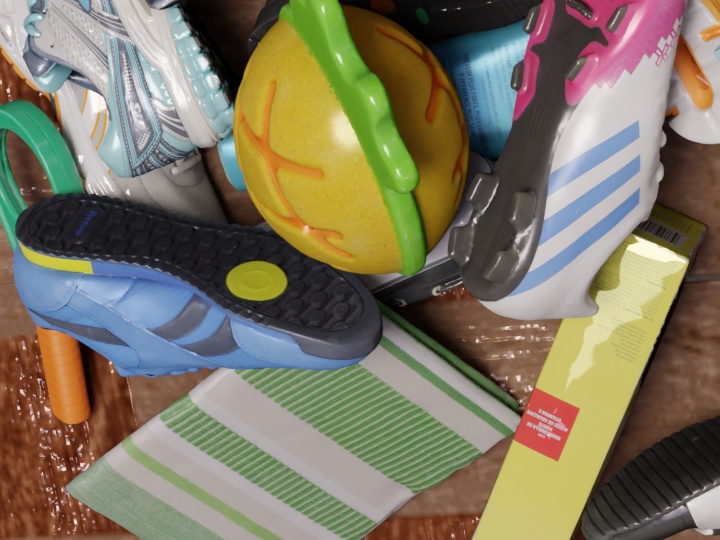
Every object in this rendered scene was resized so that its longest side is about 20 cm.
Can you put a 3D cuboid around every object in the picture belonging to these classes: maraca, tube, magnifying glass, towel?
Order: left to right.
[{"bbox_3d":[-0.170,-0.001,1.057,0.079,0.022,0.201,31,136,39],"label":"magnifying glass"},{"bbox_3d":[-0.033,0.095,1.035,0.200,0.023,0.152,-38,126,24],"label":"towel"},{"bbox_3d":[-0.004,-0.066,0.889,0.107,0.200,0.137,-29,77,-7],"label":"maraca"},{"bbox_3d":[0.026,-0.082,0.996,0.199,0.050,0.078,-9,108,16],"label":"tube"}]

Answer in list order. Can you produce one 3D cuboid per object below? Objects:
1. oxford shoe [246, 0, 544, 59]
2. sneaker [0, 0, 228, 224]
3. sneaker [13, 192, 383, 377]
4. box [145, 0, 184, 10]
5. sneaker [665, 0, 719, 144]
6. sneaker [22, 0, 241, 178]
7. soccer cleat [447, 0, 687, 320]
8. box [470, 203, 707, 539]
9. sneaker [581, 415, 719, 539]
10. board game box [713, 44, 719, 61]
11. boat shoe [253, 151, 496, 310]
[{"bbox_3d":[0.032,-0.157,0.944,0.199,0.085,0.073,-13,136,33],"label":"oxford shoe"},{"bbox_3d":[-0.116,-0.095,1.024,0.092,0.076,0.200,-32,94,18],"label":"sneaker"},{"bbox_3d":[-0.081,0.021,0.967,0.199,0.066,0.079,14,129,18],"label":"sneaker"},{"bbox_3d":[-0.090,-0.240,0.934,0.104,0.148,0.200,-33,94,22],"label":"box"},{"bbox_3d":[0.148,-0.156,0.923,0.078,0.077,0.201,-34,77,53],"label":"sneaker"},{"bbox_3d":[-0.139,-0.136,0.960,0.086,0.078,0.200,-33,79,4],"label":"sneaker"},{"bbox_3d":[0.110,-0.070,0.894,0.070,0.086,0.201,38,108,51],"label":"soccer cleat"},{"bbox_3d":[0.114,0.065,0.991,0.050,0.075,0.201,25,112,10],"label":"box"},{"bbox_3d":[0.209,0.109,0.954,0.199,0.074,0.089,-24,107,2],"label":"sneaker"},{"bbox_3d":[0.270,-0.121,0.827,0.200,0.103,0.105,-38,92,-8],"label":"board game box"},{"bbox_3d":[0.000,0.000,1.016,0.199,0.069,0.057,-21,138,30],"label":"boat shoe"}]
